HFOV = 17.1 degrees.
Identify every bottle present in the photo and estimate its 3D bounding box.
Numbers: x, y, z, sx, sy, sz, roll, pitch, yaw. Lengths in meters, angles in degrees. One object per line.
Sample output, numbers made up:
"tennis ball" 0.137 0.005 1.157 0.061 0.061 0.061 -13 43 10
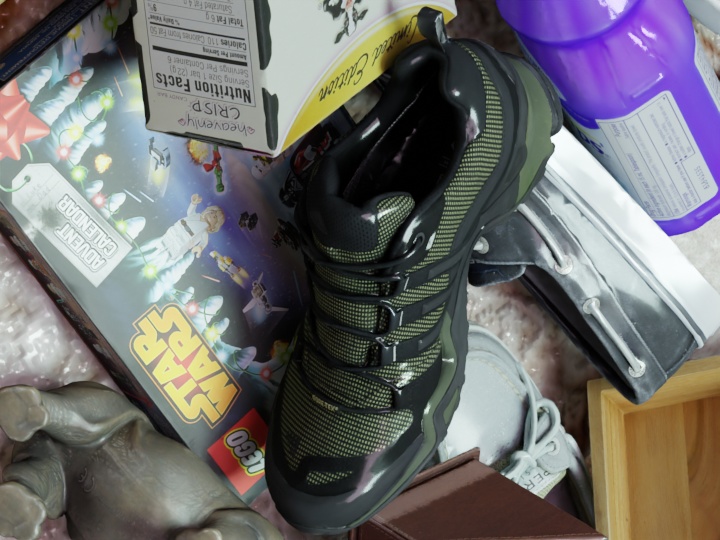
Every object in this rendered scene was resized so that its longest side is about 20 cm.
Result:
"bottle" 0.100 -0.092 0.966 0.065 0.084 0.200 -34 144 4

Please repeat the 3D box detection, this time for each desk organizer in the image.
"desk organizer" 0.040 0.184 0.975 0.072 0.077 0.201 -20 126 -39

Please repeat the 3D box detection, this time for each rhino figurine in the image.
"rhino figurine" -0.059 0.114 0.912 0.200 0.087 0.060 40 99 3

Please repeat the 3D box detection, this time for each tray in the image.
"tray" 0.150 0.135 0.992 0.037 0.098 0.201 41 42 -55

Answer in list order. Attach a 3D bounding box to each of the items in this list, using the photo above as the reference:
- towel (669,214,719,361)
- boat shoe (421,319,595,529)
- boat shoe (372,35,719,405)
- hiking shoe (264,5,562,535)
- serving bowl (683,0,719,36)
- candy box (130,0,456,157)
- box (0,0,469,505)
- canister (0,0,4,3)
"towel" 0.188 -0.021 1.095 0.200 0.034 0.133 -48 117 -15
"boat shoe" 0.076 0.113 1.032 0.074 0.065 0.203 -30 111 -23
"boat shoe" 0.064 -0.024 0.995 0.200 0.072 0.068 44 83 -17
"hiking shoe" 0.000 0.000 0.902 0.101 0.076 0.201 24 87 -55
"serving bowl" 0.191 -0.177 1.039 0.199 0.066 0.201 4 77 -17
"candy box" -0.026 -0.160 0.849 0.136 0.061 0.201 -42 137 -46
"box" -0.061 -0.023 0.950 0.137 0.040 0.200 -43 116 -16
"canister" -0.176 -0.129 0.821 0.200 0.086 0.149 -42 148 -16
